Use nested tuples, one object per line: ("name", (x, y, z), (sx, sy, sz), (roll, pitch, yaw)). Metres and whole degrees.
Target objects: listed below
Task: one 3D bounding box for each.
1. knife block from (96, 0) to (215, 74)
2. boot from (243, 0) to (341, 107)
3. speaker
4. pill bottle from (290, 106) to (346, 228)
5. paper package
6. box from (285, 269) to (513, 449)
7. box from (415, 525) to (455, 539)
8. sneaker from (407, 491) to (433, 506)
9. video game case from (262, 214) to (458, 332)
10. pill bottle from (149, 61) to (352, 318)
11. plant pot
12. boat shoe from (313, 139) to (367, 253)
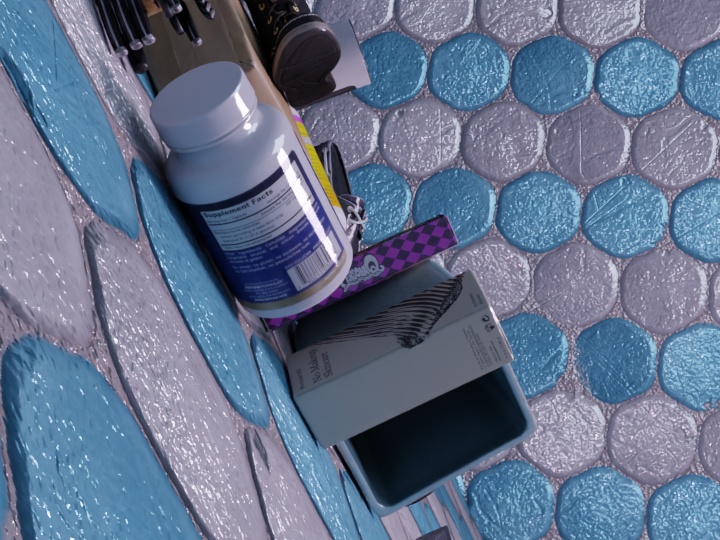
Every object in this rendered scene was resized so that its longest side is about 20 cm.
("knife block", (-0.214, -0.259, 1.153), (0.200, 0.176, 0.064), (16, -24, 25))
("boot", (-0.077, -0.261, 1.342), (0.200, 0.073, 0.151), (70, -2, -82))
("speaker", (-0.093, -0.221, 1.519), (0.081, 0.200, 0.081), (-20, 90, -89))
("pill bottle", (-0.081, -0.077, 1.463), (0.104, 0.104, 0.200), (56, 9, -74))
("paper package", (-0.147, -0.201, 1.333), (0.200, 0.103, 0.191), (61, 6, -62))
("box", (0.035, 0.082, 1.227), (0.068, 0.200, 0.082), (63, 2, -28))
("box", (0.132, 0.429, 1.591), (0.159, 0.048, 0.200), (63, 4, -22))
("sneaker", (0.031, 0.202, 1.573), (0.090, 0.070, 0.200), (57, 2, -26))
("video game case", (0.000, 0.000, 1.314), (0.181, 0.200, 0.036), (-39, 105, -88))
("pill bottle", (-0.092, -0.067, 1.078), (0.111, 0.111, 0.200), (-112, 176, -55))
("plant pot", (0.040, 0.099, 1.414), (0.196, 0.196, 0.200), (63, -3, -31))
("boat shoe", (-0.025, -0.063, 1.542), (0.072, 0.068, 0.200), (34, 35, -56))
